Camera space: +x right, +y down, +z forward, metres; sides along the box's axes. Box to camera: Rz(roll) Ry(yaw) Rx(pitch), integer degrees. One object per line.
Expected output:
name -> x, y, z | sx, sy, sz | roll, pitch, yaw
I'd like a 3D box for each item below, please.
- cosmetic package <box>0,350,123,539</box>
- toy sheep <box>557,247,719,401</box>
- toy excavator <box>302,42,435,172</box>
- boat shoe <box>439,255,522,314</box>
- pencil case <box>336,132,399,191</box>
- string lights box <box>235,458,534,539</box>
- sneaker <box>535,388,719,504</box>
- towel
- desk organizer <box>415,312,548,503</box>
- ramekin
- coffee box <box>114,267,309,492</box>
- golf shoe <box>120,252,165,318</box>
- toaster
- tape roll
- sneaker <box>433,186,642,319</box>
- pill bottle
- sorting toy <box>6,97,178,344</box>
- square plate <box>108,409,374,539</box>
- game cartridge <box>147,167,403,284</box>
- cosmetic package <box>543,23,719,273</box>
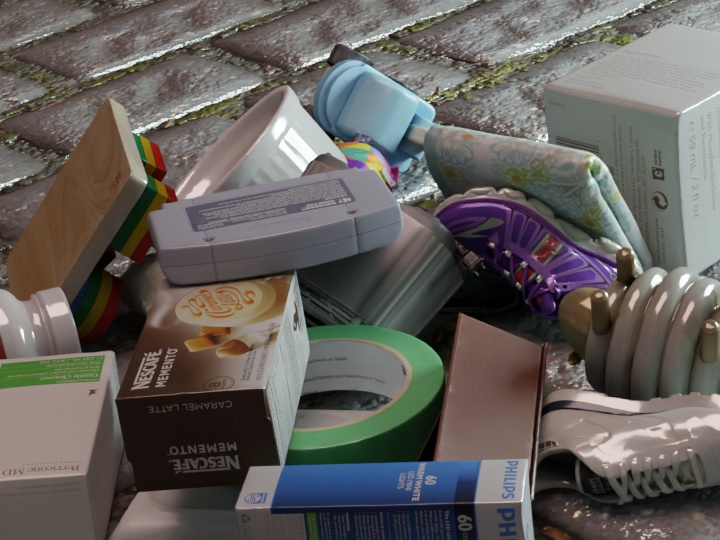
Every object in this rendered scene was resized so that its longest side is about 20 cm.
cosmetic package -> -0.249, 0.149, 1.503 | 0.106, 0.086, 0.200 | -5, 24, 0
toy sheep -> 0.248, 0.059, 1.499 | 0.198, 0.139, 0.138 | 20, 35, 26
toy excavator -> 0.050, -0.144, 1.984 | 0.193, 0.101, 0.200 | 30, 0, -24
boat shoe -> 0.055, 0.008, 1.733 | 0.198, 0.069, 0.057 | -2, 26, 7
pencil case -> -0.012, -0.060, 1.879 | 0.087, 0.089, 0.200 | -3, 27, 9
string lights box -> 0.020, 0.191, 1.315 | 0.198, 0.104, 0.059 | -2, 25, 10
sneaker -> 0.216, 0.141, 1.416 | 0.198, 0.077, 0.081 | -3, 32, 28
towel -> 0.163, -0.059, 1.716 | 0.170, 0.200, 0.049 | 10, 65, 32
desk organizer -> 0.088, 0.122, 1.426 | 0.076, 0.072, 0.201 | 22, 32, -4
ramekin -> -0.103, -0.070, 1.805 | 0.200, 0.098, 0.201 | -44, 14, 13
coffee box -> -0.108, 0.079, 1.436 | 0.113, 0.080, 0.200 | -5, 25, 8
golf shoe -> -0.170, 0.038, 1.732 | 0.199, 0.076, 0.092 | 8, 46, 47
toaster -> 0.000, 0.000, 1.658 | 0.199, 0.114, 0.130 | 32, 76, 27
tape roll -> -0.030, 0.109, 1.502 | 0.198, 0.049, 0.201 | -6, 26, 3
sneaker -> 0.153, -0.006, 1.655 | 0.198, 0.081, 0.084 | 24, 54, 2
pill bottle -> -0.346, 0.081, 1.640 | 0.198, 0.113, 0.112 | -15, 26, -16
sorting toy -> -0.251, -0.033, 1.793 | 0.069, 0.200, 0.200 | 28, 15, -24
square plate -> -0.079, 0.159, 1.501 | 0.196, 0.029, 0.200 | -1, 26, 16
game cartridge -> -0.070, -0.036, 1.544 | 0.198, 0.041, 0.133 | -11, 17, -8
cosmetic package -> 0.303, -0.119, 1.811 | 0.199, 0.169, 0.165 | -28, 31, -36
